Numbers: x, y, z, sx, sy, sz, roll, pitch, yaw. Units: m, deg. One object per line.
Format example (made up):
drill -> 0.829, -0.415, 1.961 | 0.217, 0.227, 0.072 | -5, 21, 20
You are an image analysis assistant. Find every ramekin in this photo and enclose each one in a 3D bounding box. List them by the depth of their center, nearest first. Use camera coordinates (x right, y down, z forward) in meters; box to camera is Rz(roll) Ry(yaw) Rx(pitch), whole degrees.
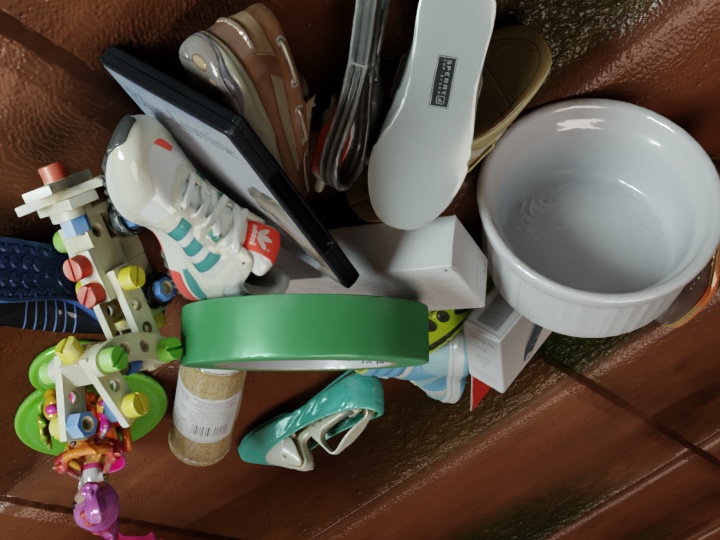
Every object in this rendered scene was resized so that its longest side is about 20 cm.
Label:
ramekin -> 0.197, -0.040, 0.805 | 0.200, 0.201, 0.098 | -17, 151, -7

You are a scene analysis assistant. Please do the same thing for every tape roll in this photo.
tape roll -> -0.045, 0.054, 0.763 | 0.200, 0.048, 0.200 | 0, 172, 0

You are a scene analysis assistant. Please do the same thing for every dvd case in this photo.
dvd case -> -0.087, -0.068, 0.669 | 0.018, 0.143, 0.200 | -50, 144, -10

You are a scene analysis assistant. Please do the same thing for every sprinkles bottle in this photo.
sprinkles bottle -> -0.148, 0.116, 0.925 | 0.068, 0.068, 0.200 | -5, 141, -22

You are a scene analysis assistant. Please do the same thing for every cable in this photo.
cable -> -0.011, -0.138, 0.669 | 0.050, 0.097, 0.200 | 18, 137, 15

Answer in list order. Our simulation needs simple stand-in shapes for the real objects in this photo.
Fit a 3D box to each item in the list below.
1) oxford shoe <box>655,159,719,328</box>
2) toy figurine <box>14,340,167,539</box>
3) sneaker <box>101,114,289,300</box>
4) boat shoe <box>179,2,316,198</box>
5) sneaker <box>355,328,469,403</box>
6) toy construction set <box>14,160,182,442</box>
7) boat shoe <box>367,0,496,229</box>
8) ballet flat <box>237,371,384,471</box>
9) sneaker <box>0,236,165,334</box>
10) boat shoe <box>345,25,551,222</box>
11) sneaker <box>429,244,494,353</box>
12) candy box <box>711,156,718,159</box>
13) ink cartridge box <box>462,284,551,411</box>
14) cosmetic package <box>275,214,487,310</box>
oxford shoe -> 0.306, -0.025, 0.903 | 0.073, 0.071, 0.200 | -1, 129, -12
toy figurine -> -0.242, 0.194, 0.878 | 0.150, 0.184, 0.200 | -13, 142, -13
sneaker -> -0.107, -0.039, 0.674 | 0.093, 0.070, 0.200 | 6, 149, 17
boat shoe -> -0.062, -0.111, 0.678 | 0.072, 0.076, 0.200 | -45, 158, -13
sneaker -> 0.049, 0.090, 1.004 | 0.130, 0.080, 0.200 | 2, 157, 1
toy construction set -> -0.196, 0.013, 0.690 | 0.092, 0.131, 0.200 | 2, 112, 27
boat shoe -> 0.057, -0.126, 0.688 | 0.071, 0.064, 0.200 | 16, 117, 0
ballet flat -> -0.056, 0.183, 1.058 | 0.200, 0.070, 0.067 | -35, 143, 17
sneaker -> -0.249, 0.015, 0.755 | 0.078, 0.070, 0.200 | -10, 162, 32
boat shoe -> 0.073, -0.115, 0.755 | 0.200, 0.074, 0.066 | -39, 165, 22
sneaker -> 0.097, 0.002, 0.908 | 0.200, 0.084, 0.074 | -32, 142, -19
candy box -> 0.304, -0.024, 0.996 | 0.117, 0.056, 0.200 | -11, 144, -16
ink cartridge box -> 0.178, 0.037, 0.923 | 0.200, 0.045, 0.176 | -47, 150, -23
cosmetic package -> 0.000, 0.000, 0.800 | 0.200, 0.051, 0.083 | -5, 155, 26
